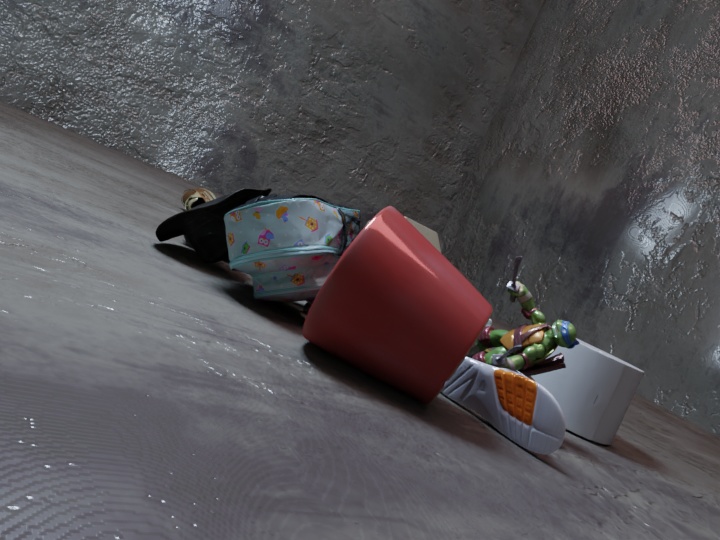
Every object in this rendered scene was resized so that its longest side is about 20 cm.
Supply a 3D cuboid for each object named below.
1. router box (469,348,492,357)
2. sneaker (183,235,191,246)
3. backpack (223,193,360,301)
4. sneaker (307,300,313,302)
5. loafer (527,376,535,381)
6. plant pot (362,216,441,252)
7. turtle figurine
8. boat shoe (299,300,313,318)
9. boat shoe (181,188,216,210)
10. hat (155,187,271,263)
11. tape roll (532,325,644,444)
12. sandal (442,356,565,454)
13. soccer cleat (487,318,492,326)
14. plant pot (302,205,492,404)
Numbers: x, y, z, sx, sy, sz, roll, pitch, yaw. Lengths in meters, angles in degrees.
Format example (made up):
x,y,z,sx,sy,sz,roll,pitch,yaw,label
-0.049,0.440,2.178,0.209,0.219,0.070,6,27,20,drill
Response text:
x,y,z,sx,sy,sz,roll,pitch,yaw,label
0.152,0.132,1.146,0.156,0.053,0.199,22,5,-40,router box
-0.229,-0.057,1.125,0.197,0.077,0.115,21,7,-15,sneaker
-0.099,-0.033,0.874,0.172,0.157,0.199,-7,-13,22,backpack
-0.048,0.044,1.052,0.079,0.075,0.199,15,-11,47,sneaker
0.250,0.198,0.921,0.063,0.072,0.200,43,8,-11,loafer
0.090,-0.024,1.481,0.198,0.181,0.198,21,-16,-39,plant pot
0.202,0.086,0.886,0.198,0.147,0.193,15,-32,-40,turtle figurine
0.000,0.076,0.906,0.197,0.064,0.071,21,7,-29,boat shoe
-0.400,-0.164,1.500,0.198,0.077,0.073,27,8,42,boat shoe
-0.222,-0.062,0.966,0.201,0.197,0.082,-31,98,-85,hat
0.380,0.197,1.070,0.200,0.141,0.203,25,5,-2,tape roll
0.187,0.161,0.788,0.059,0.081,0.205,11,11,-44,sandal
0.179,0.072,1.174,0.198,0.071,0.086,24,-2,-31,soccer cleat
0.052,0.053,0.736,0.176,0.202,0.200,36,6,9,plant pot
